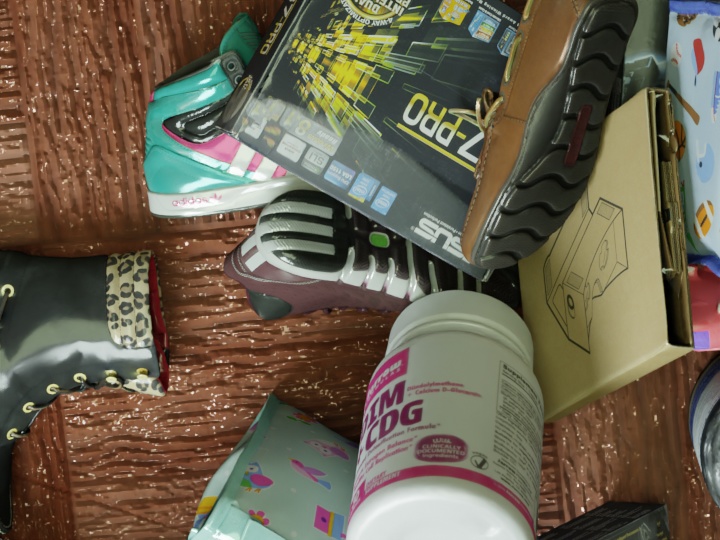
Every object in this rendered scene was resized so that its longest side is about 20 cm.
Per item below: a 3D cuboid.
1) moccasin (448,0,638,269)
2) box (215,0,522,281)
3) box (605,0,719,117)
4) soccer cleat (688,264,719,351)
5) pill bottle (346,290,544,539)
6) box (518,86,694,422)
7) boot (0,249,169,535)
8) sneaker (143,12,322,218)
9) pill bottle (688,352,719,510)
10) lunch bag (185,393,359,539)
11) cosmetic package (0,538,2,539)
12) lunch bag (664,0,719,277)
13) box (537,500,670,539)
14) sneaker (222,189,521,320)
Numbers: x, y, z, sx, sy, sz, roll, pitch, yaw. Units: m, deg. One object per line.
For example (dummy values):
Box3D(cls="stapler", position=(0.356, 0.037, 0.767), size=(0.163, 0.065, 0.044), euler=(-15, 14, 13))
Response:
Box3D(cls="moccasin", position=(0.103, -0.095, 1.607), size=(0.074, 0.078, 0.202), euler=(-6, 122, -35))
Box3D(cls="box", position=(0.032, -0.110, 1.644), size=(0.200, 0.049, 0.161), euler=(30, 91, -20))
Box3D(cls="box", position=(0.241, -0.131, 1.672), size=(0.164, 0.086, 0.200), euler=(3, 98, -4))
Box3D(cls="soccer cleat", position=(0.239, 0.026, 1.653), size=(0.067, 0.200, 0.077), euler=(17, 114, 24))
Box3D(cls="pill bottle", position=(0.056, 0.110, 1.617), size=(0.113, 0.200, 0.113), euler=(3, 128, 4))
Box3D(cls="box", position=(0.149, -0.005, 1.629), size=(0.021, 0.200, 0.164), euler=(2, 74, -21))
Box3D(cls="boot", position=(-0.204, 0.078, 1.744), size=(0.150, 0.073, 0.200), euler=(-4, 93, 4))
Box3D(cls="sneaker", position=(-0.051, -0.110, 1.704), size=(0.200, 0.084, 0.121), euler=(-10, 105, 3))
Box3D(cls="pill bottle", position=(0.268, 0.110, 1.656), size=(0.112, 0.200, 0.112), euler=(0, 98, 3))
Box3D(cls="lunch bag", position=(-0.024, 0.180, 1.683), size=(0.170, 0.200, 0.122), euler=(32, 99, -3))
Box3D(cls="cosmetic package", position=(-0.298, 0.278, 1.761), size=(0.071, 0.105, 0.200), euler=(44, 100, -4))
Box3D(cls="lunch bag", position=(0.292, -0.079, 1.582), size=(0.200, 0.124, 0.170), euler=(2, 99, -21))
Box3D(cls="box", position=(0.139, 0.249, 1.687), size=(0.050, 0.200, 0.158), euler=(0, 100, 35))
Box3D(cls="sneaker", position=(0.000, 0.000, 1.726), size=(0.200, 0.115, 0.076), euler=(14, 63, -29))
